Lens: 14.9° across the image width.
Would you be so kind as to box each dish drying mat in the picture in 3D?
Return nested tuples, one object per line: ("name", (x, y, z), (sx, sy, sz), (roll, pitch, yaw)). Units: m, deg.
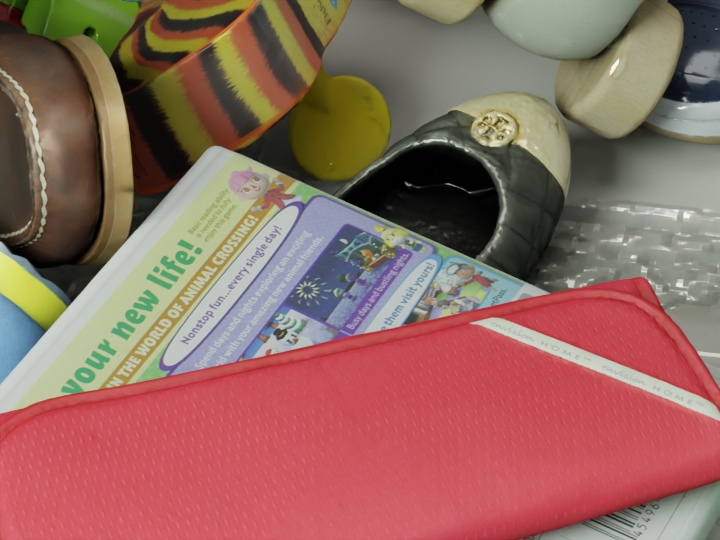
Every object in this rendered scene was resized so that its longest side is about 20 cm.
("dish drying mat", (-0.002, 0.046, 0.710), (0.199, 0.018, 0.077), (-11, 49, -19))

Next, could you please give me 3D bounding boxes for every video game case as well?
("video game case", (-0.011, 0.063, 0.720), (0.182, 0.022, 0.200), (24, 47, 15))

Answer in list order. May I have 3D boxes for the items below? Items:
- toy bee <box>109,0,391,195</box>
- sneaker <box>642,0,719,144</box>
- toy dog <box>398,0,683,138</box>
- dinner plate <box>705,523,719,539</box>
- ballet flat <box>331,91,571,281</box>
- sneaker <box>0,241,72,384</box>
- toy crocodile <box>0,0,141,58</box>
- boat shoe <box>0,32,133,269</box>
("toy bee", (-0.030, -0.106, 0.906), (0.108, 0.131, 0.200), (-24, 46, 16))
("sneaker", (0.157, -0.131, 0.948), (0.070, 0.109, 0.200), (26, 47, 31))
("toy dog", (0.085, -0.147, 0.887), (0.132, 0.201, 0.096), (6, -12, -28))
("dinner plate", (0.022, 0.106, 0.719), (0.199, 0.024, 0.200), (1, 43, -1))
("ballet flat", (0.000, 0.000, 0.832), (0.066, 0.057, 0.200), (26, 50, 30))
("sneaker", (-0.174, 0.008, 0.832), (0.200, 0.066, 0.079), (22, 75, 41))
("toy crocodile", (-0.133, -0.123, 1.001), (0.067, 0.062, 0.200), (20, 17, -43))
("boat shoe", (-0.122, -0.038, 0.843), (0.070, 0.071, 0.200), (-3, 6, -20))
